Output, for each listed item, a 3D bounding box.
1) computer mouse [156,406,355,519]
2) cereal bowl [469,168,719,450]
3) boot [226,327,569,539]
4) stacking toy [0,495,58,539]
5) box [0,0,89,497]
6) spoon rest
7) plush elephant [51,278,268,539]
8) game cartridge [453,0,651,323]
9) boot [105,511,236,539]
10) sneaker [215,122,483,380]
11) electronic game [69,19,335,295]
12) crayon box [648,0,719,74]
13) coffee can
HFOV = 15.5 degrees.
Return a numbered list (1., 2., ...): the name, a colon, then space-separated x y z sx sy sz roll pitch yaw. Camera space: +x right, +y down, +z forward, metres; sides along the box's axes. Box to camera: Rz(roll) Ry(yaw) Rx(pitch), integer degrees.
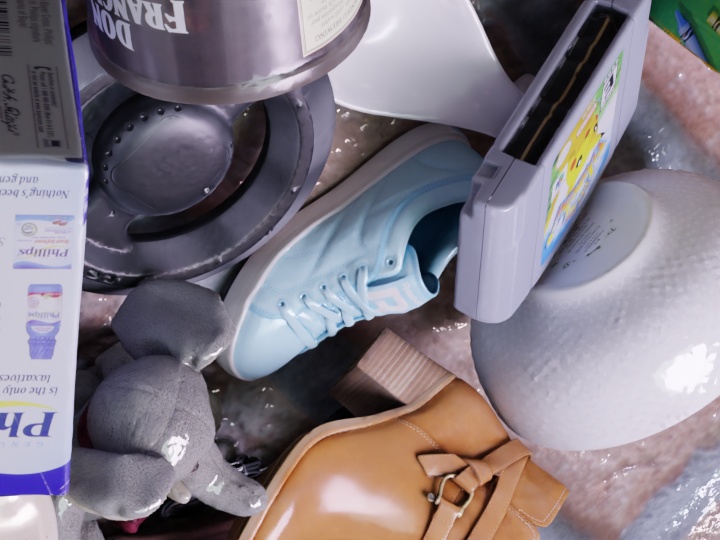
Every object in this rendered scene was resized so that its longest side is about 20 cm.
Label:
1. computer mouse: -0.038 0.107 1.652 0.199 0.034 0.059 -18 160 -17
2. cereal bowl: 0.150 0.009 1.592 0.200 0.200 0.083 -38 124 -5
3. boot: 0.020 0.147 1.544 0.200 0.155 0.077 -50 -178 -36
4. stacking toy: -0.268 0.147 1.418 0.146 0.200 0.147 4 84 -39
5. box: -0.195 -0.020 1.305 0.104 0.184 0.201 1 125 -11
6. spoon rest: 0.044 -0.119 1.506 0.200 0.061 0.099 25 106 -45
7. plush elephant: -0.123 0.097 1.471 0.200 0.154 0.165 47 58 -35
8. game cartridge: 0.114 -0.070 1.531 0.200 0.040 0.134 -57 166 -29
9. boot: -0.074 0.171 1.621 0.166 0.073 0.200 3 137 -33
10. sneaker: 0.000 0.000 1.552 0.200 0.082 0.074 -45 136 2
11. electronic game: -0.108 -0.066 1.446 0.199 0.042 0.201 -14 134 -15
12. crayon box: 0.255 -0.134 1.544 0.118 0.200 0.058 9 115 -39
13. coffee can: -0.074 -0.204 1.292 0.146 0.146 0.201 -23 133 -19
